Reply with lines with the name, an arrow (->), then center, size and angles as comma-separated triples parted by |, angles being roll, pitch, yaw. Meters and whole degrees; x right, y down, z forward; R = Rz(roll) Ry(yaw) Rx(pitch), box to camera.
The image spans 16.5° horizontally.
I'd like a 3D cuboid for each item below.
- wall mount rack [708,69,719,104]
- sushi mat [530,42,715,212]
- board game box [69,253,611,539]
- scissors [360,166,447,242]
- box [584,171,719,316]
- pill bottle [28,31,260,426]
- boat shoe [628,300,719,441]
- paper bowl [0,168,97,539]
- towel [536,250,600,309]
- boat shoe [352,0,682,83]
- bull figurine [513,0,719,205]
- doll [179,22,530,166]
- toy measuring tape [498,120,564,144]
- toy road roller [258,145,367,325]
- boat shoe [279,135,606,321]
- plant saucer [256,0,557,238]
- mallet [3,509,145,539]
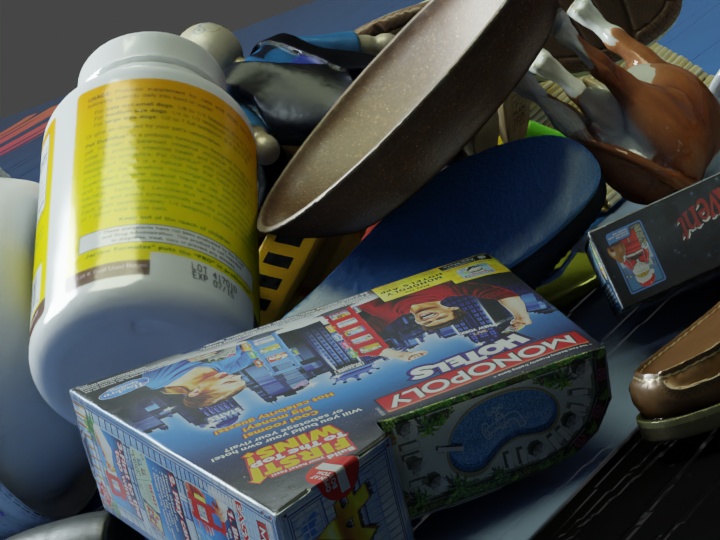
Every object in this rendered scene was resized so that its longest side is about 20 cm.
wall mount rack -> 0.232, -0.130, 1.410 | 0.199, 0.075, 0.174 | -18, -28, -40
sushi mat -> 0.146, -0.096, 1.475 | 0.200, 0.095, 0.012 | -40, -22, -52
board game box -> -0.002, 0.074, 1.011 | 0.199, 0.062, 0.200 | -18, 20, -10
scissors -> 0.000, 0.000, 1.288 | 0.073, 0.014, 0.200 | 9, 51, 48
box -> 0.197, -0.038, 1.107 | 0.199, 0.038, 0.137 | -24, -5, 3
pill bottle -> -0.104, -0.022, 1.216 | 0.109, 0.109, 0.201 | -21, 44, 18
boat shoe -> 0.180, -0.003, 0.992 | 0.199, 0.068, 0.072 | -30, 13, -24
paper bowl -> -0.186, 0.034, 1.266 | 0.104, 0.202, 0.201 | -19, 12, 17
towel -> 0.032, 0.042, 1.241 | 0.199, 0.018, 0.086 | -28, 15, -15
boat shoe -> 0.083, -0.138, 1.432 | 0.201, 0.075, 0.075 | -12, -3, 4
bull figurine -> 0.139, -0.080, 1.257 | 0.065, 0.121, 0.200 | -52, -2, 10
doll -> -0.011, -0.095, 1.324 | 0.199, 0.049, 0.137 | 13, 37, 24
toy measuring tape -> 0.073, -0.028, 1.384 | 0.073, 0.074, 0.200 | -28, -5, -17
toy road roller -> -0.044, 0.000, 1.402 | 0.201, 0.146, 0.123 | -61, -6, 27
boat shoe -> 0.030, 0.012, 1.166 | 0.199, 0.069, 0.084 | -33, 51, -1
plant saucer -> 0.031, -0.082, 1.182 | 0.200, 0.037, 0.201 | -46, 11, 12
mallet -> -0.112, 0.113, 1.180 | 0.066, 0.041, 0.200 | -18, 9, 16
